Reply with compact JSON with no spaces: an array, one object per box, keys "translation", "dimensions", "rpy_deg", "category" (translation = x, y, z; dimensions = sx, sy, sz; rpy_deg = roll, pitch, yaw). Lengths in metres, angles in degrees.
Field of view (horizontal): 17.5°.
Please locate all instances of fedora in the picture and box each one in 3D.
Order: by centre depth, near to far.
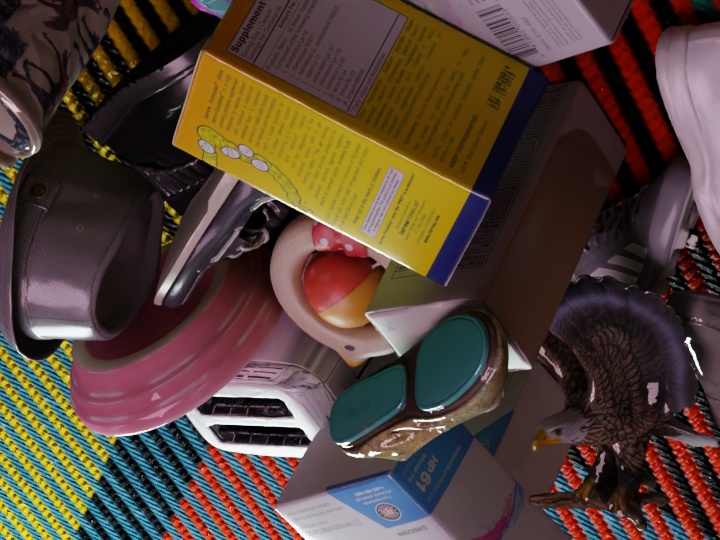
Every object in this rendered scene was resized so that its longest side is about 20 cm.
[{"translation":[-0.207,-0.021,1.794],"dimensions":[0.089,0.201,0.178],"rpy_deg":[8,134,14],"category":"fedora"}]

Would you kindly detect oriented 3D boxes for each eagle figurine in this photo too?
[{"translation":[0.163,0.079,1.634],"dimensions":[0.150,0.151,0.202],"rpy_deg":[-8,102,15],"category":"eagle figurine"}]

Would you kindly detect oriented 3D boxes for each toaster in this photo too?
[{"translation":[-0.063,0.070,1.864],"dimensions":[0.199,0.130,0.114],"rpy_deg":[1,137,35],"category":"toaster"}]

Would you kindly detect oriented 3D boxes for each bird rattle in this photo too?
[{"translation":[0.000,0.000,1.721],"dimensions":[0.200,0.113,0.163],"rpy_deg":[39,130,-21],"category":"bird rattle"}]

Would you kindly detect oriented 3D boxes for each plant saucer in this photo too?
[{"translation":[-0.151,0.041,1.826],"dimensions":[0.199,0.201,0.051],"rpy_deg":[-8,129,41],"category":"plant saucer"}]

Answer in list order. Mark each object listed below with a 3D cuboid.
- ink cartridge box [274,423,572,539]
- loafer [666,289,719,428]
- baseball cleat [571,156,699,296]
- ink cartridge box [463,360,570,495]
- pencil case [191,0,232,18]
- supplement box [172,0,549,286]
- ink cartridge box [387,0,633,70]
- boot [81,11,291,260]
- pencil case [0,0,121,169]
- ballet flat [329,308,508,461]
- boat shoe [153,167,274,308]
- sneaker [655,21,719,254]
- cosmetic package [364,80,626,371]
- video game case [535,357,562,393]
[{"translation":[0.058,0.201,1.751],"dimensions":[0.200,0.085,0.144],"rpy_deg":[45,142,-20],"category":"ink cartridge box"},{"translation":[0.274,0.080,1.656],"dimensions":[0.070,0.070,0.200],"rpy_deg":[6,153,46],"category":"loafer"},{"translation":[0.178,-0.021,1.627],"dimensions":[0.106,0.070,0.201],"rpy_deg":[23,145,7],"category":"baseball cleat"},{"translation":[0.071,0.152,1.856],"dimensions":[0.067,0.116,0.199],"rpy_deg":[45,142,-23],"category":"ink cartridge box"},{"translation":[-0.031,-0.153,1.584],"dimensions":[0.200,0.092,0.085],"rpy_deg":[48,-176,-25],"category":"pencil case"},{"translation":[-0.001,-0.099,1.465],"dimensions":[0.199,0.109,0.110],"rpy_deg":[28,146,1],"category":"supplement box"},{"translation":[0.057,-0.196,1.470],"dimensions":[0.199,0.083,0.146],"rpy_deg":[-13,129,45],"category":"ink cartridge box"},{"translation":[-0.104,-0.097,1.714],"dimensions":[0.158,0.080,0.211],"rpy_deg":[43,155,-10],"category":"boot"},{"translation":[-0.209,-0.170,1.590],"dimensions":[0.077,0.201,0.090],"rpy_deg":[12,149,27],"category":"pencil case"},{"translation":[0.053,0.076,1.497],"dimensions":[0.071,0.071,0.200],"rpy_deg":[38,144,-14],"category":"ballet flat"},{"translation":[-0.093,-0.030,1.678],"dimensions":[0.062,0.073,0.200],"rpy_deg":[23,136,-12],"category":"boat shoe"},{"translation":[0.259,-0.076,1.504],"dimensions":[0.088,0.076,0.201],"rpy_deg":[-8,132,25],"category":"sneaker"},{"translation":[0.093,-0.027,1.561],"dimensions":[0.105,0.201,0.071],"rpy_deg":[-7,134,41],"category":"cosmetic package"},{"translation":[0.105,0.106,1.892],"dimensions":[0.142,0.018,0.200],"rpy_deg":[27,146,3],"category":"video game case"}]
